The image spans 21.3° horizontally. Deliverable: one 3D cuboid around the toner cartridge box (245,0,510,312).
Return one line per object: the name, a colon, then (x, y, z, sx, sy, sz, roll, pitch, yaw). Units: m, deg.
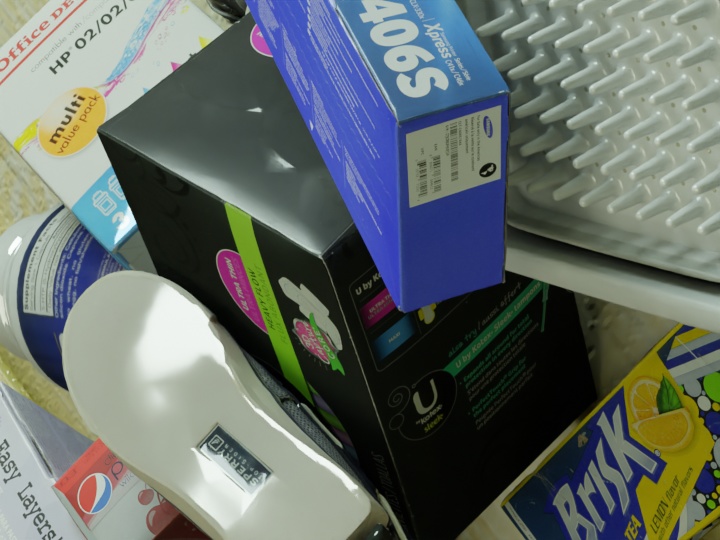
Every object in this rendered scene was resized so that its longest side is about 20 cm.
toner cartridge box: (-0.001, -0.089, 0.715, 0.095, 0.043, 0.201, 89, 161, -47)

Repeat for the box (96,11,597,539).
box: (0.000, 0.000, 0.845, 0.148, 0.124, 0.201, 29, 151, 39)

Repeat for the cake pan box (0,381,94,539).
cake pan box: (-0.115, 0.160, 0.970, 0.200, 0.052, 0.184, 52, -178, 33)

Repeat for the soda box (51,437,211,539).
soda box: (-0.062, 0.128, 0.947, 0.063, 0.070, 0.200, 47, -176, 33)

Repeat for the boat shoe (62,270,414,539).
boat shoe: (-0.049, 0.084, 0.820, 0.200, 0.075, 0.093, 45, 176, 35)

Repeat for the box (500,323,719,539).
box: (0.138, 0.071, 0.805, 0.070, 0.064, 0.200, 53, 144, 14)

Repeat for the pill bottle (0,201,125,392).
pill bottle: (-0.125, 0.015, 1.062, 0.199, 0.119, 0.120, 4, 115, 52)

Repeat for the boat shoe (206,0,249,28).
boat shoe: (-0.051, -0.147, 0.912, 0.074, 0.060, 0.201, -26, 91, 50)

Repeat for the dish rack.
dish rack: (0.084, -0.088, 0.659, 0.171, 0.043, 0.201, 17, 124, 51)

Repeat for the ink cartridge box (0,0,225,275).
ink cartridge box: (-0.119, -0.086, 0.965, 0.200, 0.115, 0.068, 43, 175, 38)
